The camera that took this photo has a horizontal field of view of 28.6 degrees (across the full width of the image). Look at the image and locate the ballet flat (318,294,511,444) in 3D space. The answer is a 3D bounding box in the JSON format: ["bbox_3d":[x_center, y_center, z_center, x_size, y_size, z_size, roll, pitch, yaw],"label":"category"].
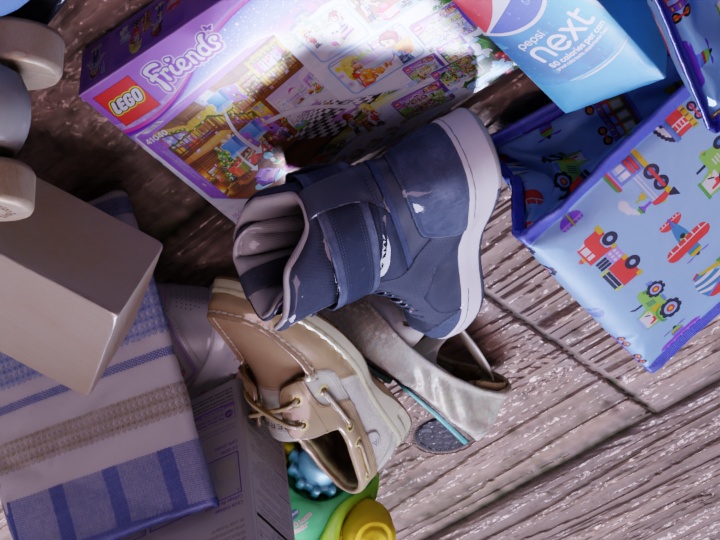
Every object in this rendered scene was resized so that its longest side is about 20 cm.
[{"bbox_3d":[0.033,0.049,0.946,0.062,0.067,0.200,-48,132,3],"label":"ballet flat"}]

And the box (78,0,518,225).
[{"bbox_3d":[-0.033,-0.114,0.757,0.199,0.039,0.137,-27,135,25],"label":"box"}]

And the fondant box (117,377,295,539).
[{"bbox_3d":[-0.112,0.181,0.848,0.143,0.201,0.058,-26,132,14],"label":"fondant box"}]

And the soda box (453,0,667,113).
[{"bbox_3d":[0.072,-0.164,0.678,0.064,0.069,0.199,-17,140,38],"label":"soda box"}]

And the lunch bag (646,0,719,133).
[{"bbox_3d":[0.130,-0.185,0.604,0.093,0.152,0.200,-29,134,26],"label":"lunch bag"}]

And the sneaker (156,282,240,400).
[{"bbox_3d":[-0.146,0.073,0.937,0.087,0.082,0.201,16,127,-21],"label":"sneaker"}]

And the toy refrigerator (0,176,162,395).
[{"bbox_3d":[-0.216,-0.020,0.781,0.198,0.070,0.076,28,133,-1],"label":"toy refrigerator"}]

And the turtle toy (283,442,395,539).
[{"bbox_3d":[-0.072,0.167,0.988,0.199,0.146,0.102,-31,111,-5],"label":"turtle toy"}]

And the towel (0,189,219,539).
[{"bbox_3d":[-0.174,0.066,0.852,0.145,0.202,0.024,-21,172,17],"label":"towel"}]

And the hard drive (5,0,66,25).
[{"bbox_3d":[-0.208,-0.155,0.692,0.134,0.043,0.199,29,129,-32],"label":"hard drive"}]

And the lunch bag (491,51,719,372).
[{"bbox_3d":[0.197,-0.061,0.802,0.199,0.095,0.150,-35,129,18],"label":"lunch bag"}]

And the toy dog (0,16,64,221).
[{"bbox_3d":[-0.239,-0.076,0.667,0.198,0.133,0.096,-19,162,4],"label":"toy dog"}]

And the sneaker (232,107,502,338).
[{"bbox_3d":[-0.001,-0.002,0.813,0.145,0.077,0.203,-25,152,-14],"label":"sneaker"}]

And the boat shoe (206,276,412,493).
[{"bbox_3d":[-0.034,0.076,0.870,0.073,0.067,0.200,9,154,41],"label":"boat shoe"}]

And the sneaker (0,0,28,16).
[{"bbox_3d":[-0.097,-0.170,0.621,0.199,0.074,0.082,-38,136,4],"label":"sneaker"}]
